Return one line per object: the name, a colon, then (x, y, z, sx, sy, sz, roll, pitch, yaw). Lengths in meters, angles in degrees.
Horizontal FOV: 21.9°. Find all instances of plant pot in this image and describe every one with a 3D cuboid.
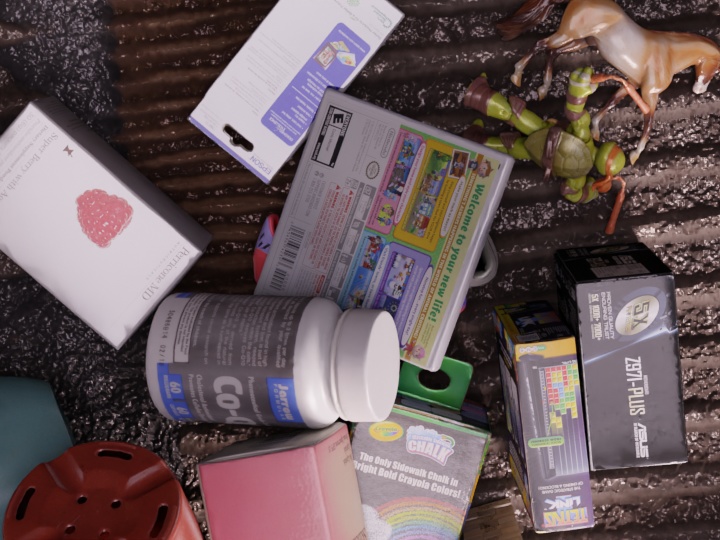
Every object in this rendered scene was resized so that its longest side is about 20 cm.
plant pot: (-0.205, 0.259, 1.559, 0.200, 0.201, 0.196, -9, 136, 2)
plant pot: (-0.329, 0.187, 1.673, 0.160, 0.201, 0.201, -22, 97, -9)

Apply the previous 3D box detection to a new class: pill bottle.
pill bottle: (-0.073, 0.078, 1.607, 0.199, 0.114, 0.114, 1, 98, 19)

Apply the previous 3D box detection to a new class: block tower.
block tower: (0.130, 0.281, 1.677, 0.054, 0.200, 0.058, -15, 113, 2)

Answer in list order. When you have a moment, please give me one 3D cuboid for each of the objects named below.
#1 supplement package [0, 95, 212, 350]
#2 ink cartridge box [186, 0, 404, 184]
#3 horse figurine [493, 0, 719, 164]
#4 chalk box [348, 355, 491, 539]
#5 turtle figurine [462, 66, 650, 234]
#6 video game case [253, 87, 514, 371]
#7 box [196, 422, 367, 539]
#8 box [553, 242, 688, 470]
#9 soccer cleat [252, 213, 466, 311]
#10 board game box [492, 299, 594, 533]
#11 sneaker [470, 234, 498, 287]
supplement package: (-0.247, -0.045, 1.670, 0.200, 0.120, 0.121, 41, 96, -5)
ink cartridge box: (-0.058, -0.185, 1.690, 0.099, 0.039, 0.200, 40, 95, -5)
horse figurine: (0.220, -0.193, 1.680, 0.200, 0.050, 0.133, 33, 98, -4)
chalk box: (0.046, 0.169, 1.697, 0.124, 0.124, 0.201, 17, 97, 0)
turtle figurine: (0.170, -0.107, 1.660, 0.161, 0.200, 0.065, 18, 56, 19)
video game case: (0.019, -0.036, 1.640, 0.181, 0.022, 0.201, 22, 97, 16)
box: (-0.056, 0.242, 1.587, 0.109, 0.128, 0.201, -11, 92, 12)
box: (0.227, 0.071, 1.641, 0.086, 0.200, 0.165, -5, 98, 1)
soccer cleat: (0.000, 0.000, 1.700, 0.199, 0.067, 0.077, 10, 109, 5)
board game box: (0.161, 0.124, 1.650, 0.056, 0.200, 0.166, -8, 99, 0)
sneaker: (0.056, -0.066, 1.678, 0.200, 0.089, 0.074, 44, 89, -5)
